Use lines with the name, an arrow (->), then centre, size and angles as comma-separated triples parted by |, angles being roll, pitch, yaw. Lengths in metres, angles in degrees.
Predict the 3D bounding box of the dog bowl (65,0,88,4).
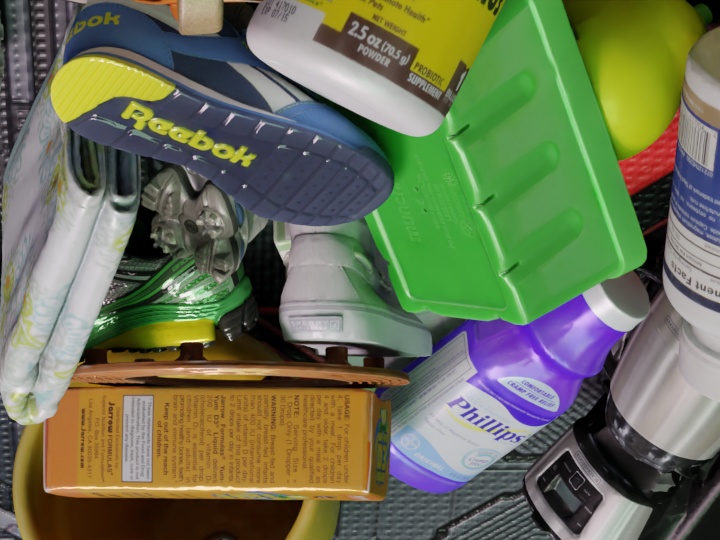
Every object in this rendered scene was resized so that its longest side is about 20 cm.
dog bowl -> -0.118, -0.228, 1.279 | 0.200, 0.074, 0.200 | -3, 139, -2

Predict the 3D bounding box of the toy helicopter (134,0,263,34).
toy helicopter -> -0.078, -0.156, 1.157 | 0.079, 0.200, 0.132 | 1, 122, -6

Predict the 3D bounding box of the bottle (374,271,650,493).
bottle -> 0.091, 0.062, 1.562 | 0.083, 0.065, 0.200 | 29, 129, -31

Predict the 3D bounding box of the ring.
ring -> -0.071, 0.056, 1.474 | 0.200, 0.019, 0.200 | 0, 174, 0

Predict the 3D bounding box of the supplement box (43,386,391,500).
supplement box -> -0.085, 0.103, 1.520 | 0.200, 0.069, 0.067 | -2, 172, 11

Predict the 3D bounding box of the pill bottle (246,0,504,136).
pill bottle -> 0.032, -0.175, 1.263 | 0.109, 0.109, 0.200 | 27, 89, -30

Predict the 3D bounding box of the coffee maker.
coffee maker -> 0.225, 0.096, 1.607 | 0.192, 0.135, 0.200 | 15, 125, -23

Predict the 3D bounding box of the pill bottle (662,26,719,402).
pill bottle -> 0.226, -0.028, 1.407 | 0.111, 0.111, 0.200 | 0, 121, -4

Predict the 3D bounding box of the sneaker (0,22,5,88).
sneaker -> -0.268, -0.153, 1.366 | 0.099, 0.070, 0.200 | -12, 135, 20

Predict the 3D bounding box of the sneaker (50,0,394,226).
sneaker -> -0.065, -0.089, 1.325 | 0.200, 0.082, 0.074 | 26, 132, -28

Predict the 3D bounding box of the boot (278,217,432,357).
boot -> 0.000, 0.000, 1.480 | 0.073, 0.096, 0.200 | 0, 174, 9

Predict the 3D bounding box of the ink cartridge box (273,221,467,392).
ink cartridge box -> 0.043, 0.015, 1.590 | 0.145, 0.048, 0.200 | -13, 140, 10

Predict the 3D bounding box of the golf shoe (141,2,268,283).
golf shoe -> -0.071, -0.091, 1.441 | 0.078, 0.097, 0.200 | 32, 142, 16

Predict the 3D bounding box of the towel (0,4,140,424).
towel -> -0.165, -0.039, 1.418 | 0.048, 0.171, 0.200 | 12, 138, -15

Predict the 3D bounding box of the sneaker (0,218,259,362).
sneaker -> -0.162, 0.007, 1.561 | 0.200, 0.078, 0.085 | -8, 103, 15

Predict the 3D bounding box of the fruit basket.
fruit basket -> 0.094, -0.093, 1.416 | 0.155, 0.216, 0.216 | 6, 151, 41

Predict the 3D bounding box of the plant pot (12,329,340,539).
plant pot -> -0.104, 0.159, 1.647 | 0.201, 0.201, 0.189 | -9, 154, 6
